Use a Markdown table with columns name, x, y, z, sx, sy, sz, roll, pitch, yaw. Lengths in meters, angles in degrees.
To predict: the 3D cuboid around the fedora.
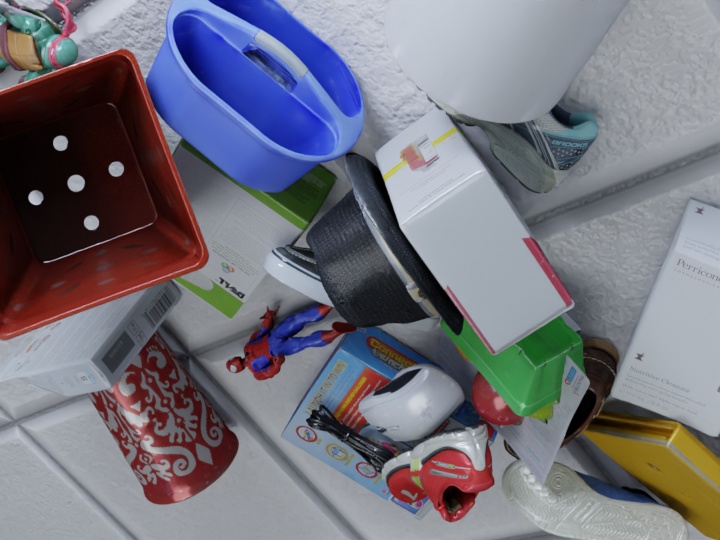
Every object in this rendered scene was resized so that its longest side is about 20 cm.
| name | x | y | z | sx | sy | sz | roll | pitch | yaw |
| --- | --- | --- | --- | --- | --- | --- | --- | --- | --- |
| fedora | 0.012 | -0.007 | 1.109 | 0.091 | 0.201 | 0.201 | -30 | 116 | 9 |

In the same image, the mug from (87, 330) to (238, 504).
| name | x | y | z | sx | sy | sz | roll | pitch | yaw |
| --- | --- | --- | --- | --- | --- | --- | --- | --- | --- |
| mug | -0.271 | 0.170 | 1.498 | 0.177 | 0.134 | 0.200 | -11 | 121 | 32 |

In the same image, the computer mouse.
| name | x | y | z | sx | sy | sz | roll | pitch | yaw |
| --- | --- | --- | --- | --- | --- | --- | --- | --- | --- |
| computer mouse | 0.031 | 0.157 | 1.298 | 0.110 | 0.044 | 0.200 | 40 | 139 | -10 |

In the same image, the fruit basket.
| name | x | y | z | sx | sy | sz | roll | pitch | yaw |
| --- | --- | --- | --- | --- | --- | --- | --- | --- | --- |
| fruit basket | 0.149 | 0.096 | 1.217 | 0.185 | 0.094 | 0.200 | 49 | 158 | 28 |

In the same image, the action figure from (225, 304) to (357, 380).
| name | x | y | z | sx | sy | sz | roll | pitch | yaw |
| --- | --- | --- | --- | --- | --- | --- | --- | --- | --- |
| action figure | -0.086 | 0.077 | 1.361 | 0.052 | 0.066 | 0.200 | 4 | 155 | -41 |

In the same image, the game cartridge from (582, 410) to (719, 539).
| name | x | y | z | sx | sy | sz | roll | pitch | yaw |
| --- | --- | --- | --- | --- | --- | --- | --- | --- | --- |
| game cartridge | 0.336 | 0.215 | 1.231 | 0.200 | 0.032 | 0.176 | 39 | 168 | -13 |

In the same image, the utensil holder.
| name | x | y | z | sx | sy | sz | roll | pitch | yaw |
| --- | --- | --- | --- | --- | --- | --- | --- | --- | --- |
| utensil holder | 0.121 | -0.231 | 0.893 | 0.170 | 0.170 | 0.200 | 30 | 138 | 0 |

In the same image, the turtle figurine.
| name | x | y | z | sx | sy | sz | roll | pitch | yaw |
| --- | --- | --- | --- | --- | --- | --- | --- | --- | --- |
| turtle figurine | -0.343 | -0.216 | 1.200 | 0.200 | 0.101 | 0.150 | 16 | 120 | 37 |

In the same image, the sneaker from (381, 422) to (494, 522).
| name | x | y | z | sx | sy | sz | roll | pitch | yaw |
| --- | --- | --- | --- | --- | --- | --- | --- | --- | --- |
| sneaker | 0.080 | 0.224 | 1.280 | 0.077 | 0.085 | 0.200 | -8 | 161 | -21 |

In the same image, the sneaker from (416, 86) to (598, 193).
| name | x | y | z | sx | sy | sz | roll | pitch | yaw |
| --- | --- | --- | --- | --- | --- | --- | --- | --- | --- |
| sneaker | 0.120 | -0.161 | 1.041 | 0.200 | 0.078 | 0.086 | 39 | 121 | -16 |

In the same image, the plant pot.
| name | x | y | z | sx | sy | sz | roll | pitch | yaw |
| --- | --- | --- | --- | --- | --- | --- | --- | --- | --- |
| plant pot | -0.266 | -0.076 | 1.124 | 0.200 | 0.176 | 0.200 | -20 | 100 | -5 |

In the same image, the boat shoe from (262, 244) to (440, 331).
| name | x | y | z | sx | sy | sz | roll | pitch | yaw |
| --- | --- | --- | --- | --- | --- | --- | --- | --- | --- |
| boat shoe | 0.000 | 0.000 | 1.213 | 0.200 | 0.072 | 0.071 | 16 | 106 | -29 |

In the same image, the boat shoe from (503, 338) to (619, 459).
| name | x | y | z | sx | sy | sz | roll | pitch | yaw |
| --- | --- | --- | --- | --- | --- | --- | --- | --- | --- |
| boat shoe | 0.199 | 0.149 | 1.272 | 0.070 | 0.070 | 0.200 | 25 | 138 | -2 |

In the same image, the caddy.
| name | x | y | z | sx | sy | sz | roll | pitch | yaw |
| --- | --- | --- | --- | --- | --- | --- | --- | --- | --- |
| caddy | -0.090 | -0.168 | 1.082 | 0.200 | 0.142 | 0.105 | 39 | 141 | -10 |

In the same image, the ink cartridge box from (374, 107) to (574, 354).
| name | x | y | z | sx | sy | sz | roll | pitch | yaw |
| --- | --- | --- | --- | --- | --- | --- | --- | --- | --- |
| ink cartridge box | 0.092 | -0.041 | 1.050 | 0.083 | 0.200 | 0.145 | -34 | 111 | 9 |

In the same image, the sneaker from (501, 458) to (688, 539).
| name | x | y | z | sx | sy | sz | roll | pitch | yaw |
| --- | --- | --- | --- | --- | --- | --- | --- | --- | --- |
| sneaker | 0.251 | 0.259 | 1.319 | 0.199 | 0.077 | 0.111 | 14 | 170 | 15 |

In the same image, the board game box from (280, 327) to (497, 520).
| name | x | y | z | sx | sy | sz | roll | pitch | yaw |
| --- | --- | --- | --- | --- | --- | --- | --- | --- | --- |
| board game box | 0.033 | 0.173 | 1.391 | 0.196 | 0.056 | 0.200 | 32 | 137 | -2 |

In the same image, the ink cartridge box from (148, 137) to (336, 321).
| name | x | y | z | sx | sy | sz | roll | pitch | yaw |
| --- | --- | --- | --- | --- | --- | --- | --- | --- | --- |
| ink cartridge box | -0.139 | -0.058 | 1.256 | 0.148 | 0.076 | 0.200 | 35 | 138 | -6 |

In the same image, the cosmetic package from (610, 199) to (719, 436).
| name | x | y | z | sx | sy | sz | roll | pitch | yaw |
| --- | --- | --- | --- | --- | --- | --- | --- | --- | --- |
| cosmetic package | 0.312 | 0.046 | 1.109 | 0.113 | 0.081 | 0.200 | 20 | 137 | 12 |

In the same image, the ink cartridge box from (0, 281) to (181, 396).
| name | x | y | z | sx | sy | sz | roll | pitch | yaw |
| --- | --- | --- | --- | --- | --- | --- | --- | --- | --- |
| ink cartridge box | -0.323 | 0.083 | 1.419 | 0.200 | 0.160 | 0.047 | -15 | 120 | 37 |
